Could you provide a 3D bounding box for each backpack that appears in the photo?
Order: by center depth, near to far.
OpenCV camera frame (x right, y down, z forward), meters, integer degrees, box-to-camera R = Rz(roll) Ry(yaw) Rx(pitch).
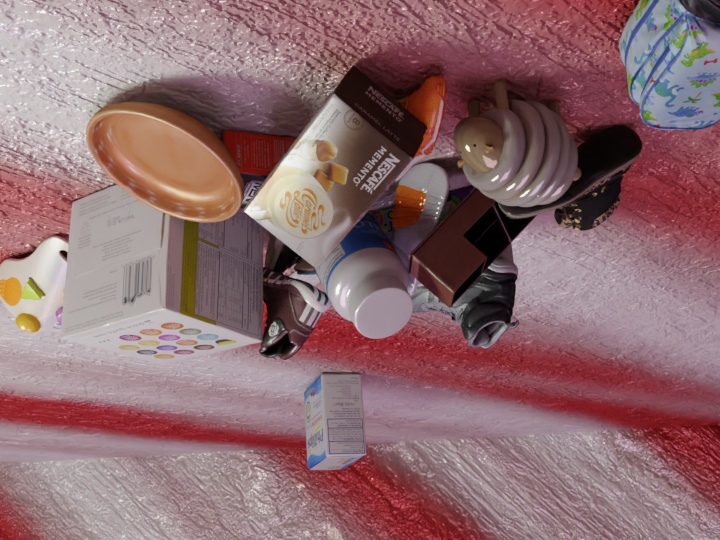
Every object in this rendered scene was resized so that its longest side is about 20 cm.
[{"bbox_3d":[0.338,-0.229,0.958,0.162,0.155,0.200,-4,173,-17],"label":"backpack"}]

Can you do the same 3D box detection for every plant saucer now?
[{"bbox_3d":[-0.226,-0.132,1.148,0.199,0.038,0.201,17,150,10],"label":"plant saucer"}]

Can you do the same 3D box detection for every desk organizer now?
[{"bbox_3d":[0.156,-0.052,1.292,0.200,0.077,0.072,-45,166,-15],"label":"desk organizer"}]

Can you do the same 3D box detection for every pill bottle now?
[{"bbox_3d":[0.000,0.000,1.316,0.111,0.200,0.113,-12,128,-15],"label":"pill bottle"}]

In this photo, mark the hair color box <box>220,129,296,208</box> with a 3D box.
[{"bbox_3d":[-0.090,-0.121,1.251,0.198,0.062,0.102,3,158,-20],"label":"hair color box"}]

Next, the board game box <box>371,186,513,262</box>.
[{"bbox_3d":[0.113,-0.042,1.436,0.199,0.106,0.103,-14,157,23],"label":"board game box"}]

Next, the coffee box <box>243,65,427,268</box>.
[{"bbox_3d":[-0.030,-0.114,1.107,0.114,0.080,0.200,38,126,-8],"label":"coffee box"}]

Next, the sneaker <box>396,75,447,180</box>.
[{"bbox_3d":[0.044,-0.165,1.150,0.077,0.074,0.200,15,151,-17],"label":"sneaker"}]

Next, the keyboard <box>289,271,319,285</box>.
[{"bbox_3d":[-0.084,0.006,1.661,0.056,0.011,0.200,7,156,-28],"label":"keyboard"}]

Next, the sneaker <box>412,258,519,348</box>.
[{"bbox_3d":[0.136,0.058,1.391,0.199,0.115,0.075,-17,155,31],"label":"sneaker"}]

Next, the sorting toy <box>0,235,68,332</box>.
[{"bbox_3d":[-0.453,0.012,1.530,0.199,0.107,0.180,10,136,-33],"label":"sorting toy"}]

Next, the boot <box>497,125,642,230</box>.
[{"bbox_3d":[0.274,-0.100,1.286,0.199,0.073,0.151,-30,156,-6],"label":"boot"}]

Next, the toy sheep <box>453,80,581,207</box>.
[{"bbox_3d":[0.192,-0.140,1.148,0.199,0.139,0.138,9,156,-31],"label":"toy sheep"}]

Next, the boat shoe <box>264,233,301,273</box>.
[{"bbox_3d":[-0.107,-0.038,1.461,0.060,0.074,0.200,6,150,-12],"label":"boat shoe"}]

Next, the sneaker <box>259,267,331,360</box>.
[{"bbox_3d":[-0.125,0.064,1.386,0.075,0.116,0.200,31,171,-28],"label":"sneaker"}]

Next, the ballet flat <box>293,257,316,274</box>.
[{"bbox_3d":[-0.027,-0.025,1.485,0.069,0.070,0.199,-21,166,38],"label":"ballet flat"}]

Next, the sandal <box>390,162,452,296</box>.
[{"bbox_3d":[0.084,-0.059,1.354,0.059,0.079,0.208,-19,134,-45],"label":"sandal"}]

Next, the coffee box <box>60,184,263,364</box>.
[{"bbox_3d":[-0.268,0.002,1.345,0.198,0.202,0.197,-14,157,31],"label":"coffee box"}]

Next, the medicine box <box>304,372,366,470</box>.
[{"bbox_3d":[-0.065,0.369,2.358,0.102,0.202,0.182,3,159,-17],"label":"medicine box"}]
